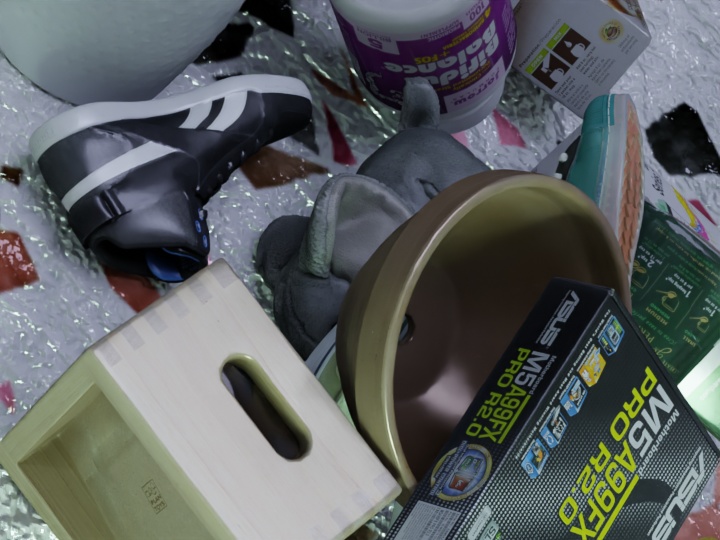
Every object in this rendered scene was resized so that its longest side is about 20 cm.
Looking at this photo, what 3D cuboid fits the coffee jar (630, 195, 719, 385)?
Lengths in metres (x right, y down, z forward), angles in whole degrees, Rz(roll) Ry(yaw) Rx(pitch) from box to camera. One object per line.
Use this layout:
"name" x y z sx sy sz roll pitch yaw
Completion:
"coffee jar" 0.148 0.058 1.697 0.104 0.200 0.085 39 -1 -13

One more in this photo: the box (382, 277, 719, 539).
"box" 0.105 0.129 1.477 0.200 0.044 0.160 -55 133 -22

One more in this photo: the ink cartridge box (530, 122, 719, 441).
"ink cartridge box" 0.198 0.003 1.820 0.200 0.084 0.145 42 16 -8

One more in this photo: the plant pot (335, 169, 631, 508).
"plant pot" 0.052 0.039 1.500 0.201 0.093 0.201 -14 111 -43

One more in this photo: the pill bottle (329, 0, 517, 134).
"pill bottle" 0.042 -0.165 1.761 0.200 0.112 0.112 65 5 -66

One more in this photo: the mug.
"mug" -0.111 -0.204 1.670 0.200 0.175 0.148 -1 61 -42

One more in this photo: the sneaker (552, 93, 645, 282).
"sneaker" 0.121 -0.013 1.631 0.071 0.080 0.200 42 55 -67

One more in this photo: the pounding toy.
"pounding toy" -0.069 0.119 1.475 0.142 0.184 0.200 -36 87 -35

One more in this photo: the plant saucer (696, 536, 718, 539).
"plant saucer" 0.197 0.273 1.633 0.200 0.048 0.200 -12 88 -46

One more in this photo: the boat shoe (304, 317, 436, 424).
"boat shoe" 0.017 0.050 1.584 0.072 0.062 0.200 31 81 -23

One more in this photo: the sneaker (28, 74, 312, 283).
"sneaker" -0.099 -0.049 1.652 0.200 0.073 0.112 -13 73 -37

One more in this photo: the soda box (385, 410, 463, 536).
"soda box" 0.041 0.182 1.543 0.063 0.068 0.200 11 62 6

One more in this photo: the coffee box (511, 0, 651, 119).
"coffee box" 0.099 -0.209 1.908 0.200 0.080 0.114 34 18 -17

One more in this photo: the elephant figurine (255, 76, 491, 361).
"elephant figurine" 0.000 0.000 1.663 0.200 0.142 0.155 -21 45 -32
